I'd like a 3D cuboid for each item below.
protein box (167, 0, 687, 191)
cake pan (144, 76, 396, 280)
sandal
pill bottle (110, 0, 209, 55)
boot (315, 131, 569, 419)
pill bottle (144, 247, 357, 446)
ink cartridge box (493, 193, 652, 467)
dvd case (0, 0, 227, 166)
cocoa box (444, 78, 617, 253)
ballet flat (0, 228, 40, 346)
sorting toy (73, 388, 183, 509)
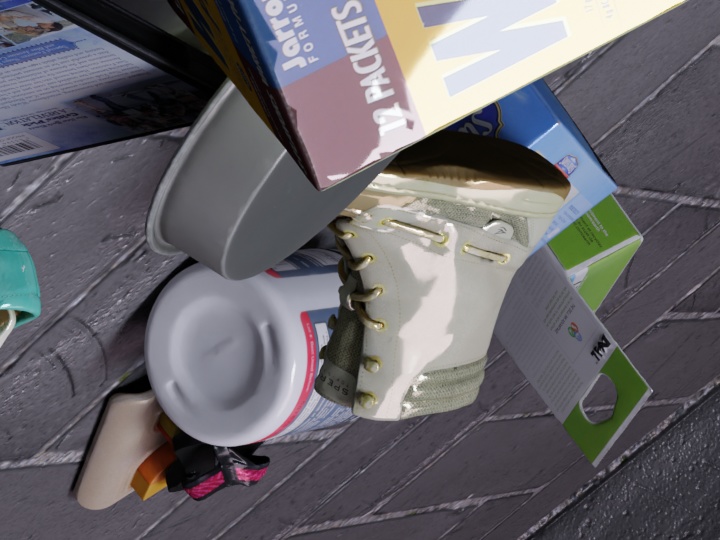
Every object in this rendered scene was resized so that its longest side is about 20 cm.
[{"bbox_3d":[0.018,-0.165,0.932,0.199,0.199,0.135,-28,122,-7],"label":"protein box"},{"bbox_3d":[-0.012,-0.072,1.103,0.200,0.037,0.200,-45,169,-11],"label":"cake pan"},{"bbox_3d":[-0.096,0.138,1.757,0.075,0.045,0.200,-11,165,-13],"label":"sandal"},{"bbox_3d":[-0.061,-0.128,1.148,0.109,0.110,0.200,-38,164,10],"label":"pill bottle"},{"bbox_3d":[0.000,0.000,1.322,0.199,0.072,0.155,7,117,-30],"label":"boot"},{"bbox_3d":[-0.040,0.047,1.662,0.120,0.120,0.200,-43,162,26],"label":"pill bottle"},{"bbox_3d":[0.161,0.024,1.858,0.076,0.200,0.148,-27,163,-25],"label":"ink cartridge box"},{"bbox_3d":[-0.154,-0.088,1.039,0.142,0.018,0.200,-10,161,29],"label":"dvd case"},{"bbox_3d":[0.050,-0.076,1.479,0.133,0.131,0.200,-37,164,7],"label":"cocoa box"},{"bbox_3d":[-0.255,0.054,1.339,0.200,0.071,0.067,-35,164,-2],"label":"ballet flat"},{"bbox_3d":[-0.105,0.099,1.829,0.199,0.037,0.185,-27,162,-28],"label":"sorting toy"}]
